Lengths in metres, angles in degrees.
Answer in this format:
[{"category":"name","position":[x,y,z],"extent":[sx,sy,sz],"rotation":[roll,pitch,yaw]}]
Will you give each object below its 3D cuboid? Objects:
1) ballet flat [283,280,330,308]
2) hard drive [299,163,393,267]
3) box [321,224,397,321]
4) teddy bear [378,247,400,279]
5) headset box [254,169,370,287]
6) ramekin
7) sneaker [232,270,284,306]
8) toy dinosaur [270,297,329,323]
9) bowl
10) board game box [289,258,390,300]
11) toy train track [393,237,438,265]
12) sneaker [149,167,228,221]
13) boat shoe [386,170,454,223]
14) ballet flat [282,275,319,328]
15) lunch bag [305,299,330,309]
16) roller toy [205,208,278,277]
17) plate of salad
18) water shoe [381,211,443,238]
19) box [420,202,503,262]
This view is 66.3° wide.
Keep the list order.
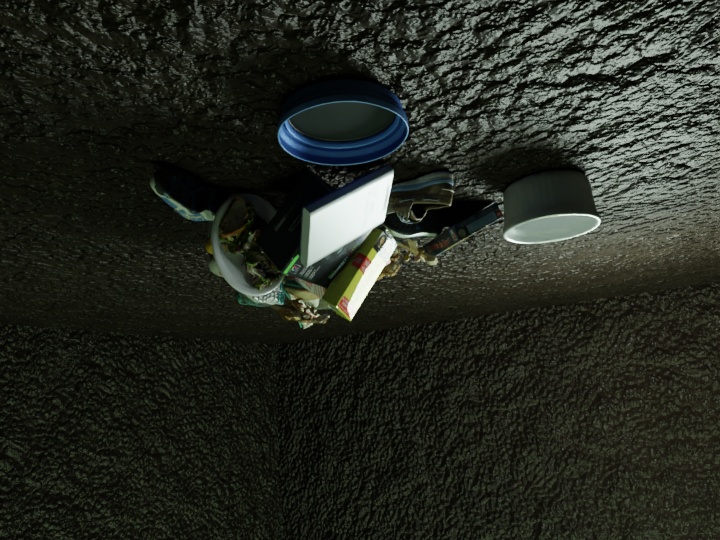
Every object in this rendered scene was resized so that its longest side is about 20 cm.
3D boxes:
[{"category":"ballet flat","position":[-0.086,0.059,1.300],"extent":[0.193,0.065,0.069],"rotation":[0,-165,-17]},{"category":"hard drive","position":[-0.025,-0.100,1.003],"extent":[0.197,0.025,0.134],"rotation":[-32,150,-31]},{"category":"box","position":[0.000,0.000,1.182],"extent":[0.049,0.203,0.075],"rotation":[24,164,38]},{"category":"teddy bear","position":[0.023,-0.008,1.504],"extent":[0.196,0.148,0.067],"rotation":[-26,140,14]},{"category":"headset box","position":[-0.087,-0.076,1.078],"extent":[0.175,0.093,0.199],"rotation":[-50,154,7]},{"category":"ramekin","position":[0.392,-0.131,1.153],"extent":[0.193,0.101,0.201],"rotation":[-4,167,-1]},{"category":"sneaker","position":[-0.236,0.045,1.175],"extent":[0.088,0.080,0.200],"rotation":[-14,161,13]},{"category":"toy dinosaur","position":[-0.170,0.095,1.284],"extent":[0.194,0.062,0.106],"rotation":[21,164,-1]},{"category":"bowl","position":[-0.027,-0.215,0.815],"extent":[0.193,0.041,0.201],"rotation":[-4,167,-1]},{"category":"board game box","position":[-0.051,-0.020,1.274],"extent":[0.197,0.047,0.150],"rotation":[-30,-141,-29]},{"category":"toy train track","position":[0.095,-0.052,1.333],"extent":[0.196,0.033,0.115],"rotation":[27,168,27]},{"category":"sneaker","position":[-0.323,-0.128,1.023],"extent":[0.075,0.078,0.199],"rotation":[-12,164,18]},{"category":"boat shoe","position":[0.100,-0.136,1.109],"extent":[0.071,0.075,0.197],"rotation":[9,162,-43]},{"category":"ballet flat","position":[-0.154,0.057,1.362],"extent":[0.062,0.076,0.203],"rotation":[-25,130,-6]},{"category":"lunch bag","position":[-0.096,-0.003,1.443],"extent":[0.194,0.170,0.142],"rotation":[-10,127,21]},{"category":"roller toy","position":[-0.247,-0.054,1.219],"extent":[0.176,0.145,0.200],"rotation":[-1,166,-11]},{"category":"plate of salad","position":[-0.207,-0.053,1.091],"extent":[0.047,0.207,0.197],"rotation":[-10,166,39]},{"category":"water shoe","position":[0.102,-0.101,1.266],"extent":[0.195,0.074,0.078],"rotation":[6,166,-35]},{"category":"box","position":[0.232,-0.087,1.313],"extent":[0.134,0.038,0.200],"rotation":[-29,177,-22]}]
